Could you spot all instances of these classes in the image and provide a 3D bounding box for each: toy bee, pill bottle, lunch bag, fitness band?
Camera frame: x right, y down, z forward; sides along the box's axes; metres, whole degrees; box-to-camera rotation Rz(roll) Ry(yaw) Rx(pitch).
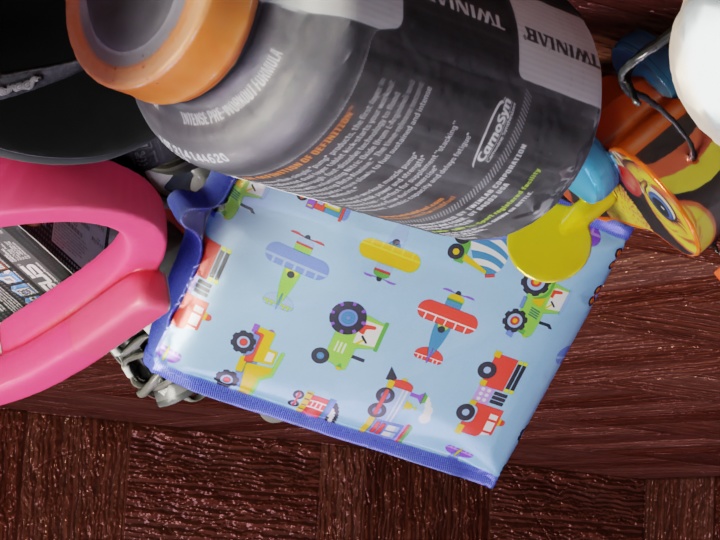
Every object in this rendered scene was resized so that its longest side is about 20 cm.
[{"bbox_3d":[0.119,-0.037,0.892,0.131,0.109,0.200,-37,-175,12],"label":"toy bee"},{"bbox_3d":[-0.010,-0.077,0.761,0.106,0.106,0.200,-4,168,40],"label":"pill bottle"},{"bbox_3d":[0.000,0.000,1.000,0.200,0.151,0.094,16,-159,-29],"label":"lunch bag"},{"bbox_3d":[-0.165,0.008,0.875,0.143,0.037,0.200,15,146,-40],"label":"fitness band"}]

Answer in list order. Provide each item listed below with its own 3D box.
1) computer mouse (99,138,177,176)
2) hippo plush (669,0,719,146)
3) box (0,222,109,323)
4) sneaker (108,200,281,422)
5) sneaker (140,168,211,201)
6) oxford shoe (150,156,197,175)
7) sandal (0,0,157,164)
[{"bbox_3d":[-0.158,-0.052,0.826,0.200,0.034,0.059,-10,154,-3],"label":"computer mouse"},{"bbox_3d":[0.178,-0.109,0.518,0.200,0.160,0.161,15,-151,31],"label":"hippo plush"},{"bbox_3d":[-0.225,-0.035,0.910,0.160,0.044,0.200,-12,146,23],"label":"box"},{"bbox_3d":[-0.096,0.021,1.033,0.200,0.082,0.077,22,154,-32],"label":"sneaker"},{"bbox_3d":[-0.053,-0.043,1.086,0.199,0.080,0.129,11,169,-41],"label":"sneaker"},{"bbox_3d":[-0.105,-0.082,0.888,0.084,0.073,0.200,21,159,-37],"label":"oxford shoe"},{"bbox_3d":[-0.147,-0.084,0.759,0.200,0.076,0.043,7,168,-20],"label":"sandal"}]
